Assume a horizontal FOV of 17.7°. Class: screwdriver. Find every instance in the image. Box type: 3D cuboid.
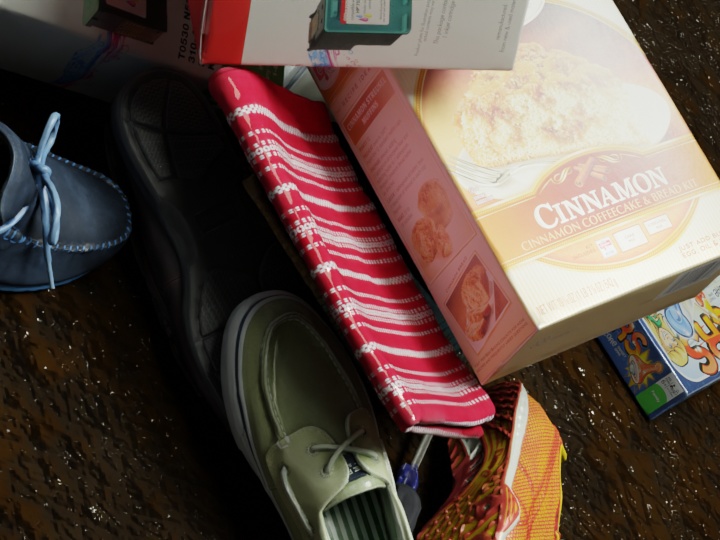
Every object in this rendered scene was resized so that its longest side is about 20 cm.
[{"bbox_3d":[0.030,0.100,1.250,0.028,0.029,0.200,44,31,-12],"label":"screwdriver"}]

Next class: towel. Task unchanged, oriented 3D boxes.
[{"bbox_3d":[-0.002,-0.008,1.146,0.200,0.022,0.145,61,13,14],"label":"towel"},{"bbox_3d":[0.000,0.000,1.230,0.147,0.022,0.200,57,10,0],"label":"towel"}]

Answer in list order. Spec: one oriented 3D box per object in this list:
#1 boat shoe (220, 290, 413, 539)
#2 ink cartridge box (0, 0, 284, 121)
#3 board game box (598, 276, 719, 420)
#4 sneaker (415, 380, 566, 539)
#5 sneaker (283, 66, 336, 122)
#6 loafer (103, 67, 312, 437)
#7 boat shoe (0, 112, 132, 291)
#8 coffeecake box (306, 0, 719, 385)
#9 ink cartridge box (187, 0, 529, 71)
[{"bbox_3d":[-0.009,0.102,1.119,0.072,0.062,0.201,-19,87,-26],"label":"boat shoe"},{"bbox_3d":[-0.134,-0.172,1.204,0.200,0.084,0.145,16,73,-42],"label":"ink cartridge box"},{"bbox_3d":[0.211,0.011,1.530,0.200,0.034,0.136,-21,76,-55],"label":"board game box"},{"bbox_3d":[0.076,0.139,1.227,0.077,0.073,0.200,51,35,-19],"label":"sneaker"},{"bbox_3d":[-0.006,-0.114,1.351,0.071,0.073,0.200,44,32,6],"label":"sneaker"},{"bbox_3d":[-0.078,-0.003,1.179,0.072,0.063,0.201,-20,87,-28],"label":"loafer"},{"bbox_3d":[-0.178,-0.034,1.083,0.200,0.069,0.084,1,58,-49],"label":"boat shoe"},{"bbox_3d":[0.088,-0.063,1.214,0.153,0.073,0.200,-20,73,-31],"label":"coffeecake box"},{"bbox_3d":[-0.025,-0.159,1.135,0.199,0.067,0.116,0,42,-13],"label":"ink cartridge box"}]
